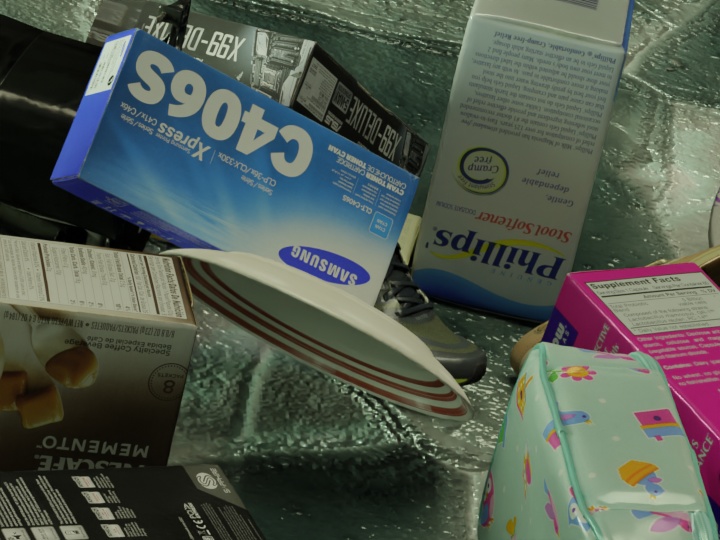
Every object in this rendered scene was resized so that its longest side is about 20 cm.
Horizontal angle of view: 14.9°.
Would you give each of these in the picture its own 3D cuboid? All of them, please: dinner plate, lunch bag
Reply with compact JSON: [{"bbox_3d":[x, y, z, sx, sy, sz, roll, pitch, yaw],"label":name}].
[{"bbox_3d":[-0.022,0.031,1.545,0.200,0.024,0.200,26,-12,6],"label":"dinner plate"},{"bbox_3d":[0.117,0.142,1.381,0.077,0.161,0.200,3,33,-11],"label":"lunch bag"}]

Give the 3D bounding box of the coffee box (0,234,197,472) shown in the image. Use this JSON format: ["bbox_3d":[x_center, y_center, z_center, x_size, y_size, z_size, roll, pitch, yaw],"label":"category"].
[{"bbox_3d":[-0.197,0.047,1.456,0.200,0.115,0.080,8,27,-16],"label":"coffee box"}]

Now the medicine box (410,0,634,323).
[{"bbox_3d":[0.108,-0.098,1.799,0.103,0.200,0.182,13,26,3],"label":"medicine box"}]

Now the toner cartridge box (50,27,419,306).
[{"bbox_3d":[-0.069,-0.052,1.574,0.200,0.095,0.043,26,-14,-25],"label":"toner cartridge box"}]

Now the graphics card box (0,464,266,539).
[{"bbox_3d":[-0.142,0.150,1.351,0.200,0.051,0.125,-1,30,-27],"label":"graphics card box"}]

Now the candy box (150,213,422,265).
[{"bbox_3d":[-0.064,-0.033,1.782,0.200,0.026,0.102,16,24,2],"label":"candy box"}]

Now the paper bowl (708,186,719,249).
[{"bbox_3d":[0.333,-0.007,1.784,0.200,0.104,0.201,-9,51,12],"label":"paper bowl"}]

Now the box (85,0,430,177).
[{"bbox_3d":[-0.064,-0.109,1.767,0.158,0.050,0.200,16,-10,26],"label":"box"}]

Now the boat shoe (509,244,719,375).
[{"bbox_3d":[0.186,0.022,1.695,0.200,0.071,0.065,-23,29,-17],"label":"boat shoe"}]

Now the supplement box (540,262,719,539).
[{"bbox_3d":[0.192,0.093,1.555,0.103,0.101,0.200,-4,37,-33],"label":"supplement box"}]

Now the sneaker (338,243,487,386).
[{"bbox_3d":[0.000,0.000,1.661,0.200,0.081,0.074,37,22,20],"label":"sneaker"}]

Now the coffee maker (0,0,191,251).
[{"bbox_3d":[-0.212,-0.105,1.658,0.200,0.192,0.135,19,13,6],"label":"coffee maker"}]
